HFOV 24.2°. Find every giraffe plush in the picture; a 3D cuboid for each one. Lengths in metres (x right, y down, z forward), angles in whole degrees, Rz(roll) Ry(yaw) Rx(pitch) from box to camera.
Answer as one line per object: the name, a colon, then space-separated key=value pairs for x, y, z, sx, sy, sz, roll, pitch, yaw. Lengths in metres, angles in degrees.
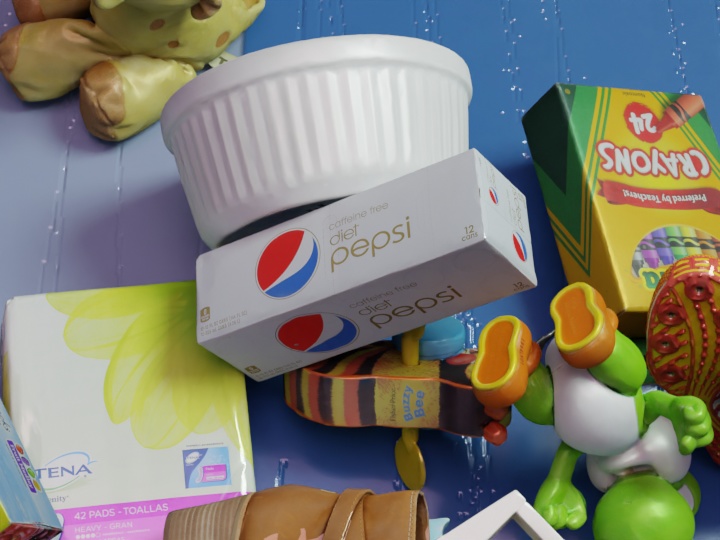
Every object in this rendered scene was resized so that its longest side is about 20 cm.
giraffe plush: x=-0.148 y=-0.194 z=1.132 sx=0.199 sy=0.162 sz=0.173 roll=11 pitch=65 yaw=3

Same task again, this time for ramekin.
ramekin: x=-0.023 y=-0.068 z=1.068 sx=0.201 sy=0.202 sz=0.095 roll=-8 pitch=76 yaw=-6

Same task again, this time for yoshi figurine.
yoshi figurine: x=0.149 y=0.109 z=0.991 sx=0.112 sy=0.200 sz=0.112 roll=-51 pitch=37 yaw=-14

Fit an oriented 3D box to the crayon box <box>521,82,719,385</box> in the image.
crayon box: x=0.192 y=-0.024 z=1.106 sx=0.126 sy=0.051 sz=0.201 roll=0 pitch=63 yaw=-30

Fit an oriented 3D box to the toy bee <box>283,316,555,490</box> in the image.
toy bee: x=0.051 y=0.067 z=1.041 sx=0.199 sy=0.109 sz=0.131 roll=-23 pitch=112 yaw=3

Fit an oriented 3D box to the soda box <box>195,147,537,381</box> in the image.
soda box: x=0.000 y=0.000 z=0.996 sx=0.199 sy=0.068 sz=0.064 roll=-21 pitch=56 yaw=25

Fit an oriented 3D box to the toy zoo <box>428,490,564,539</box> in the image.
toy zoo: x=0.090 y=0.220 z=0.957 sx=0.131 sy=0.020 sz=0.200 roll=-42 pitch=77 yaw=-12

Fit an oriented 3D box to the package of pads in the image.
package of pads: x=-0.145 y=0.108 z=1.047 sx=0.154 sy=0.068 sz=0.201 roll=-4 pitch=65 yaw=-6

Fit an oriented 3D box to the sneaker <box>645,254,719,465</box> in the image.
sneaker: x=0.219 y=0.048 z=1.030 sx=0.073 sy=0.200 sz=0.077 roll=-6 pitch=52 yaw=20

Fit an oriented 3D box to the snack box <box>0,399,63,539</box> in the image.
snack box: x=-0.299 y=0.133 z=0.990 sx=0.200 sy=0.068 sz=0.169 roll=-34 pitch=69 yaw=10

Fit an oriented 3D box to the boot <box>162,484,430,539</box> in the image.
boot: x=-0.032 y=0.215 z=0.923 sx=0.154 sy=0.074 sz=0.201 roll=-7 pitch=73 yaw=12
